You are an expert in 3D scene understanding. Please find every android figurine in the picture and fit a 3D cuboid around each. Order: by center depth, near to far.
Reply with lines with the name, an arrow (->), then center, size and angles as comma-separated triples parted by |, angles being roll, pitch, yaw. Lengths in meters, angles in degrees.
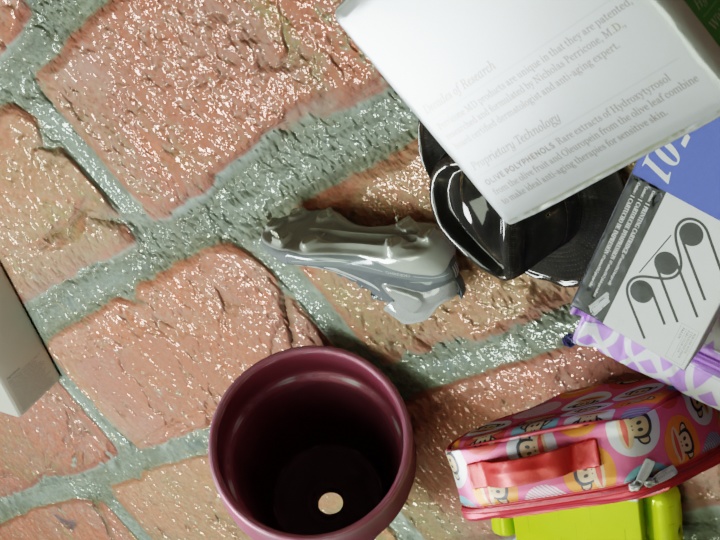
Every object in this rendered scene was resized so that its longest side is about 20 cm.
android figurine -> 0.197, 0.210, 1.282 | 0.181, 0.041, 0.201 | 1, 115, 28

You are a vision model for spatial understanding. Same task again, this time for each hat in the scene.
hat -> 0.110, -0.050, 1.088 | 0.200, 0.081, 0.201 | 25, 141, 22

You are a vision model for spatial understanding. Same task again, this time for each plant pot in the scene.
plant pot -> -0.041, 0.201, 1.420 | 0.199, 0.200, 0.179 | 28, 158, 18

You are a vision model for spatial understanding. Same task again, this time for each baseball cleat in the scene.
baseball cleat -> 0.000, 0.000, 1.256 | 0.199, 0.070, 0.107 | 8, 133, 39

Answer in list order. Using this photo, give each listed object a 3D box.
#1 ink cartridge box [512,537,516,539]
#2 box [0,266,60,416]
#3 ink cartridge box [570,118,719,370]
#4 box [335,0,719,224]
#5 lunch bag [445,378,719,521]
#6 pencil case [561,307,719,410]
ink cartridge box -> 0.208, 0.328, 1.422 | 0.162, 0.050, 0.200 | 40, 142, 4
box -> -0.455, 0.079, 1.767 | 0.068, 0.082, 0.201 | 11, 133, 38
ink cartridge box -> 0.224, -0.041, 0.961 | 0.094, 0.044, 0.201 | 31, 121, 17
box -> 0.136, -0.174, 0.829 | 0.171, 0.199, 0.200 | 48, 143, -9
lunch bag -> 0.171, 0.141, 1.125 | 0.199, 0.176, 0.082 | -16, 87, 39
pencil case -> 0.253, 0.055, 1.054 | 0.199, 0.085, 0.084 | 24, 98, 18
